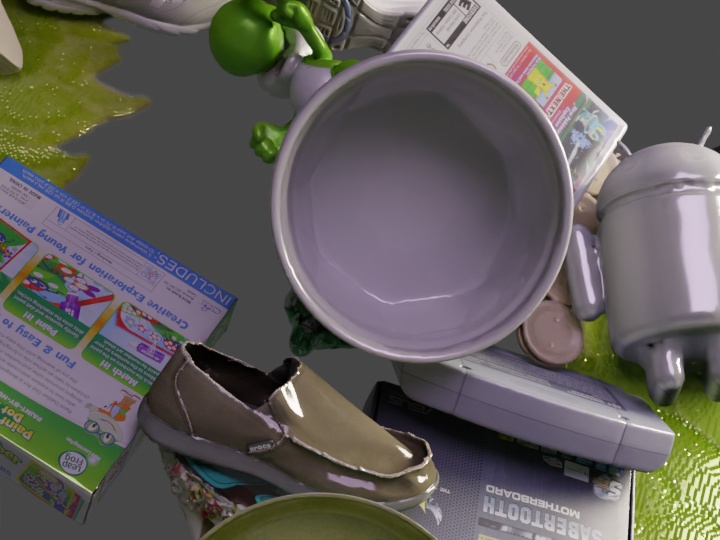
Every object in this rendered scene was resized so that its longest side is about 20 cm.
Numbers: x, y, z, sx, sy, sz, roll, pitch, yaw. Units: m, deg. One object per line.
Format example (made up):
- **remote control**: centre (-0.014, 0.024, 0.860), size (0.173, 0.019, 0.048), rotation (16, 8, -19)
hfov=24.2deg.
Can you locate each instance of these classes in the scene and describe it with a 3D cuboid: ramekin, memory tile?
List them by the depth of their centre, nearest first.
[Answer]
- **ramekin**: centre (0.037, -0.047, 1.124), size (0.198, 0.202, 0.105), rotation (19, 6, -6)
- **memory tile**: centre (0.112, -0.036, 1.255), size (0.152, 0.017, 0.202), rotation (24, 60, -10)

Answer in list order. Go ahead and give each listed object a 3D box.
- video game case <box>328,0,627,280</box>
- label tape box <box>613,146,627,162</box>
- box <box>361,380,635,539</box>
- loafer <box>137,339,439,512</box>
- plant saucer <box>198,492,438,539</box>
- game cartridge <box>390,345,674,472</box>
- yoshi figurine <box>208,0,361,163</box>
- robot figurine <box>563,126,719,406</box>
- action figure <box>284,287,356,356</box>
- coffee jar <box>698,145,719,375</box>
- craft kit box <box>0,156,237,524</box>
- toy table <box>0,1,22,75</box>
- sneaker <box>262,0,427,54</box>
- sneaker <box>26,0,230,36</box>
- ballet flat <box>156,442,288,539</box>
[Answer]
- **video game case**: centre (0.085, -0.098, 1.236), size (0.182, 0.023, 0.201), rotation (41, 60, -7)
- **label tape box**: centre (0.123, -0.091, 1.358), size (0.142, 0.066, 0.201), rotation (-26, 68, -34)
- **box**: centre (0.086, 0.176, 1.139), size (0.198, 0.051, 0.159), rotation (18, 49, -6)
- **loafer**: centre (-0.041, 0.098, 1.067), size (0.198, 0.070, 0.075), rotation (16, 21, -4)
- **plant saucer**: centre (-0.024, 0.223, 0.992), size (0.198, 0.202, 0.031), rotation (21, 11, -4)
- **game cartridge**: centre (0.116, 0.088, 1.184), size (0.198, 0.041, 0.133), rotation (18, 5, -7)
- **yoshi figurine**: centre (-0.053, -0.150, 1.306), size (0.112, 0.112, 0.200), rotation (-36, 49, -12)
- **robot figurine**: centre (0.231, -0.006, 1.222), size (0.167, 0.113, 0.203), rotation (-3, 72, 1)
- **action figure**: centre (0.000, 0.000, 1.243), size (0.117, 0.055, 0.200), rotation (23, 44, 13)
- **coffee jar**: centre (0.305, -0.015, 1.341), size (0.085, 0.104, 0.201), rotation (41, 40, -29)
- **craft kit box**: centre (-0.214, 0.041, 1.135), size (0.199, 0.049, 0.198), rotation (32, 46, 5)
- **toy table**: centre (-0.312, -0.238, 1.245), size (0.183, 0.199, 0.118), rotation (29, 49, -43)
- **sneaker**: centre (0.002, -0.228, 1.428), size (0.198, 0.075, 0.088), rotation (19, 38, -17)
- **sneaker**: centre (-0.175, -0.243, 1.349), size (0.198, 0.082, 0.075), rotation (0, 53, -26)
- **ballet flat**: centre (-0.073, 0.163, 1.070), size (0.199, 0.064, 0.075), rotation (35, 16, 38)
